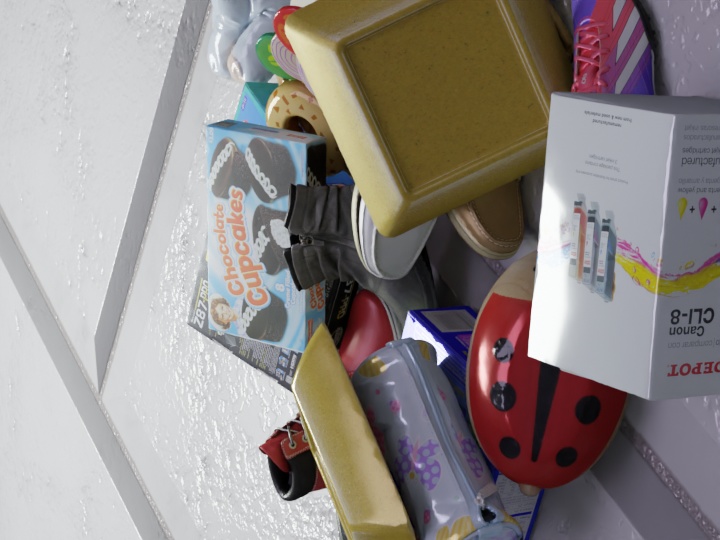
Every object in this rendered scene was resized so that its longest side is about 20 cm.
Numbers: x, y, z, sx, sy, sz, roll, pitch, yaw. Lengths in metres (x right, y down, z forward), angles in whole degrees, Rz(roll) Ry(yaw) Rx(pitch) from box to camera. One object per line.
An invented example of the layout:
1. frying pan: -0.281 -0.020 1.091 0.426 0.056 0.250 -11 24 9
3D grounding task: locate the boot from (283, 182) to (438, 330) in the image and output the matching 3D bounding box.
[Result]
1. boot: 0.000 0.000 1.647 0.068 0.129 0.202 -98 -3 -61

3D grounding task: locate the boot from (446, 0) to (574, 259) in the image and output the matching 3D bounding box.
1. boot: 0.127 -0.126 1.538 0.155 0.072 0.202 -39 55 51

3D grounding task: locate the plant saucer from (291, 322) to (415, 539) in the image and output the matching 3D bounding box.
1. plant saucer: -0.006 0.175 1.548 0.201 0.048 0.201 77 170 -61

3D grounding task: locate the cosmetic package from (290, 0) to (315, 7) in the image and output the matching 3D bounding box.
1. cosmetic package: 0.004 -0.303 1.698 0.087 0.102 0.202 32 119 54

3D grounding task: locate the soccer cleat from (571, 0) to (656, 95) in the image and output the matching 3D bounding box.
1. soccer cleat: 0.193 -0.146 1.423 0.068 0.072 0.202 -33 64 54

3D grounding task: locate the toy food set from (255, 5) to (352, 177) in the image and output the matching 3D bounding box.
1. toy food set: -0.018 -0.152 1.651 0.199 0.049 0.199 29 146 35

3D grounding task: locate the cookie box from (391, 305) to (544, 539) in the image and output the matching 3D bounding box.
1. cookie box: 0.088 0.161 1.604 0.171 0.075 0.202 43 126 48

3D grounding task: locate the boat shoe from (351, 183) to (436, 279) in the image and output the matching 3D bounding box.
1. boat shoe: 0.047 -0.082 1.526 0.068 0.074 0.202 37 119 56

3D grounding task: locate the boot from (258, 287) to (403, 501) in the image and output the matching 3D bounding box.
1. boot: -0.028 0.118 1.712 0.072 0.143 0.202 27 119 48

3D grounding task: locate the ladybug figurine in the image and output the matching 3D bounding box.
1. ladybug figurine: 0.150 0.082 1.443 0.072 0.134 0.203 -36 -49 -82

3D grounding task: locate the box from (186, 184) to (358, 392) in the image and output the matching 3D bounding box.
1. box: -0.079 0.001 1.752 0.160 0.049 0.202 29 122 23

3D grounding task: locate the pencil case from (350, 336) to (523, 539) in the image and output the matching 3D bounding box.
1. pencil case: 0.061 0.154 1.498 0.091 0.082 0.201 84 164 -56

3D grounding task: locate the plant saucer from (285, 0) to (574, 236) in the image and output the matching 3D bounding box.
1. plant saucer: 0.068 -0.149 1.443 0.048 0.198 0.202 -103 -12 -76

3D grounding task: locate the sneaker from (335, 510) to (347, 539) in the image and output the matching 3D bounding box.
1. sneaker: 0.034 0.269 1.667 0.115 0.075 0.201 91 159 -62

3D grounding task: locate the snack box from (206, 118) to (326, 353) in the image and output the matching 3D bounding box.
1. snack box: -0.088 -0.033 1.692 0.115 0.037 0.202 12 111 31

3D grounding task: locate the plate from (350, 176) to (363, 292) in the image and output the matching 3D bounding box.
1. plate: -0.007 -0.076 1.790 0.199 0.032 0.202 -12 80 58

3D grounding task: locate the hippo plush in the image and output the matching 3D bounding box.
1. hippo plush: -0.145 -0.285 1.853 0.199 0.160 0.161 8 80 59

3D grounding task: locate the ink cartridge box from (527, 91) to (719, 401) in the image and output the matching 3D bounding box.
1. ink cartridge box: 0.224 -0.020 1.310 0.144 0.144 0.203 20 109 56

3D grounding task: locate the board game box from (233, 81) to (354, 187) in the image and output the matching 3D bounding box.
1. board game box: -0.080 -0.073 1.836 0.200 0.045 0.153 54 135 41
